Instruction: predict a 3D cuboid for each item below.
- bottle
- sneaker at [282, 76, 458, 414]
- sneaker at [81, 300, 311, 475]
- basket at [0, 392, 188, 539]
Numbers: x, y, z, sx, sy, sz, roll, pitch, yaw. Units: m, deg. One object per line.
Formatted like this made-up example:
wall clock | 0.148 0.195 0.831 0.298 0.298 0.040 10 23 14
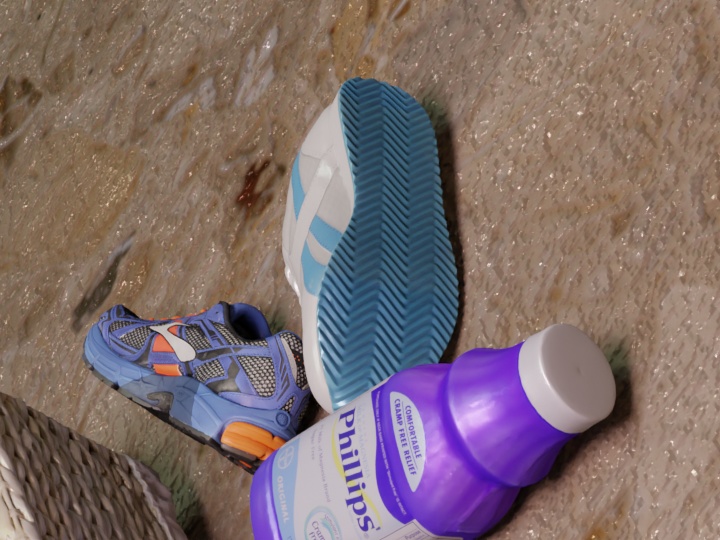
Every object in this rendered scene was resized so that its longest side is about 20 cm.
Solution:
bottle | 0.031 0.087 1.091 0.200 0.065 0.084 -34 59 40
sneaker | 0.000 0.000 1.215 0.081 0.076 0.200 128 153 -46
sneaker | -0.082 0.053 1.306 0.200 0.075 0.079 24 79 52
basket | -0.192 0.188 1.197 0.198 0.161 0.200 -42 41 9
